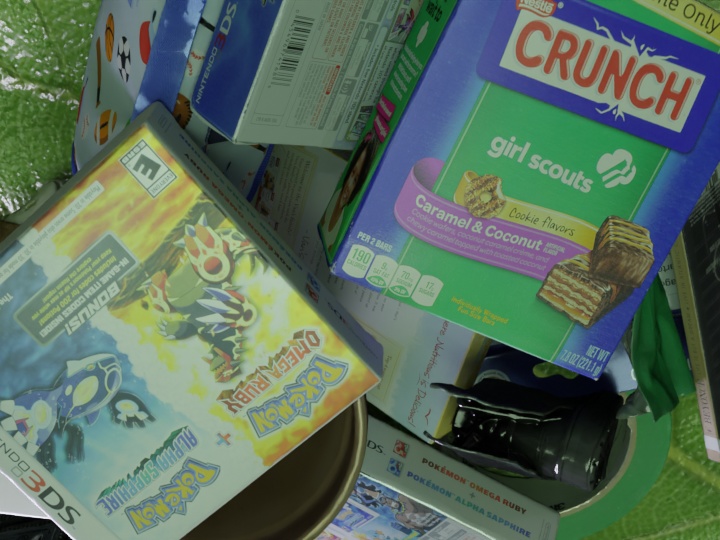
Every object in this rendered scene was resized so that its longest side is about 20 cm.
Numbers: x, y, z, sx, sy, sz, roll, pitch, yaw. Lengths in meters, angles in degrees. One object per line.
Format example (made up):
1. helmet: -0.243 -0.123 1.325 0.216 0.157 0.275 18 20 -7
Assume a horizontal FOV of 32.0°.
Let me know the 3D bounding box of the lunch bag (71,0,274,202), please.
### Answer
1. lunch bag: -0.097 -0.126 0.728 0.122 0.201 0.172 19 116 -7

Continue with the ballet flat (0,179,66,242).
1. ballet flat: -0.184 -0.024 0.860 0.197 0.068 0.074 5 94 11

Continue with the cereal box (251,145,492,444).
1. cereal box: 0.000 0.000 0.823 0.199 0.039 0.145 33 120 23

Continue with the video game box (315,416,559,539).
1. video game box: 0.018 0.181 0.905 0.180 0.047 0.200 26 147 -9

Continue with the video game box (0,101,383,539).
1. video game box: -0.118 0.045 0.667 0.199 0.047 0.182 -39 108 15

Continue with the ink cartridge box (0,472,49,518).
1. ink cartridge box: -0.178 0.090 0.883 0.197 0.129 0.127 6 118 0

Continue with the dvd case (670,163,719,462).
1. dvd case: 0.255 0.003 0.825 0.016 0.148 0.202 10 127 44

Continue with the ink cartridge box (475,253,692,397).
1. ink cartridge box: 0.127 -0.005 0.834 0.194 0.043 0.203 -12 95 7

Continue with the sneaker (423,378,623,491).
1. sneaker: 0.107 0.098 0.793 0.103 0.200 0.061 14 91 15

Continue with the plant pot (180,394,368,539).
1. plant pot: -0.093 0.074 0.751 0.198 0.093 0.204 1 109 2

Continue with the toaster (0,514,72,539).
1. toaster: -0.261 0.266 0.987 0.197 0.114 0.131 -11 119 7

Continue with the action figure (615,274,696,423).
1. action figure: 0.156 -0.015 0.769 0.054 0.118 0.203 -12 89 18

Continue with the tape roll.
1. tape roll: 0.127 0.111 0.927 0.197 0.048 0.203 1 117 2

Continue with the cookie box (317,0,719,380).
1. cookie box: 0.094 -0.068 0.660 0.169 0.075 0.202 21 106 -17

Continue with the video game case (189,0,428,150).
1. video game case: 0.017 -0.161 0.660 0.045 0.180 0.202 37 114 33
